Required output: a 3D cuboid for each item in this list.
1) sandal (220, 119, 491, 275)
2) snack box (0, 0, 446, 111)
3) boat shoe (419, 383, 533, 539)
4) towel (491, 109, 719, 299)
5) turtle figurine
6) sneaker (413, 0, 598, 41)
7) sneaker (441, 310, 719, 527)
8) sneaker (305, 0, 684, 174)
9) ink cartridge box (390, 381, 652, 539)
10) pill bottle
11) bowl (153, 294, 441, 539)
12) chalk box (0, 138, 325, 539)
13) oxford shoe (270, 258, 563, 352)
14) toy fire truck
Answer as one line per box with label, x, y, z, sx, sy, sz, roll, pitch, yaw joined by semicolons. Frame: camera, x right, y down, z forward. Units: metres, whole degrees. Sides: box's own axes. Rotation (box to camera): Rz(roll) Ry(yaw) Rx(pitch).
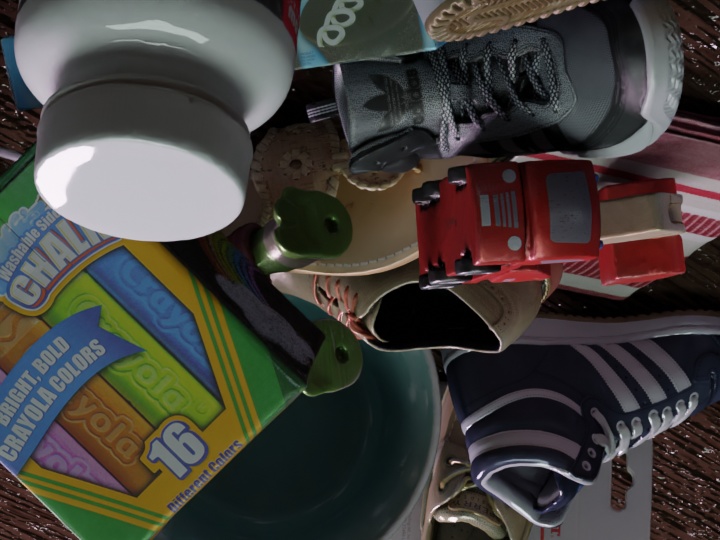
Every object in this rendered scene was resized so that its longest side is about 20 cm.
sandal;-0.040;-0.037;1.397;0.211;0.078;0.070;-11;161;38
snack box;-0.043;-0.112;1.215;0.200;0.037;0.116;-6;-165;23
boat shoe;0.069;0.132;1.598;0.072;0.200;0.065;14;-178;3
towel;0.125;-0.038;1.440;0.144;0.023;0.200;13;154;-21
turtle figurine;-0.105;0.024;1.361;0.194;0.144;0.200;-18;128;43
sneaker;0.091;-0.167;1.142;0.200;0.109;0.070;-17;163;-31
sneaker;0.146;0.083;1.546;0.200;0.109;0.070;1;149;-14
sneaker;0.053;-0.079;1.231;0.114;0.076;0.200;-9;-179;-27
ink cartridge box;0.075;0.132;1.683;0.200;0.115;0.068;3;158;3
pill bottle;-0.077;-0.118;1.101;0.111;0.200;0.111;4;153;2
bowl;-0.054;0.081;1.549;0.200;0.201;0.105;3;173;3
chalk box;-0.130;0.011;1.227;0.200;0.124;0.125;44;-172;-4
oxford shoe;0.000;0.000;1.439;0.200;0.075;0.071;5;133;28
toy fire truck;0.098;-0.021;1.297;0.141;0.049;0.200;-4;176;-9
